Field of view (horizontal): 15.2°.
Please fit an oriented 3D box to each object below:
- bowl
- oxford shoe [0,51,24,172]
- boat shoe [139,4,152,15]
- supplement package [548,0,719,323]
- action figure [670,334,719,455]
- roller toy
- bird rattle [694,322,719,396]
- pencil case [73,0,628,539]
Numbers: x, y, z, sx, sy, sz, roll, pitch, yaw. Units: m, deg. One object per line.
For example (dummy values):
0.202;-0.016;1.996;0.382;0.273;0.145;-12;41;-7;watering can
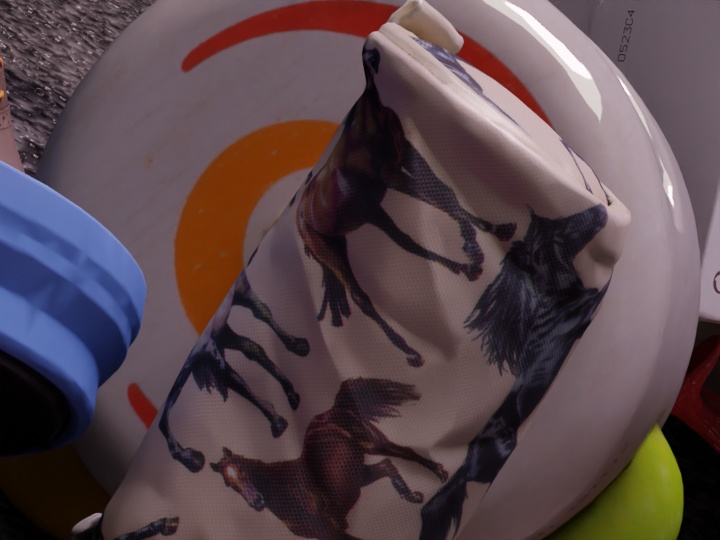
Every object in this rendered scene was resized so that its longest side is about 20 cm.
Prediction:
-0.153;0.001;0.656;0.199;0.040;0.201;10;-17;3;bowl
-0.141;-0.064;0.860;0.201;0.073;0.071;56;20;0;oxford shoe
-0.057;-0.046;1.018;0.071;0.070;0.201;3;28;-10;boat shoe
0.152;-0.080;0.950;0.199;0.192;0.147;8;7;-41;supplement package
0.202;0.072;0.981;0.200;0.099;0.065;43;11;-16;action figure
0.000;0.000;0.773;0.199;0.184;0.140;9;-2;12;roller toy
0.196;0.031;1.093;0.162;0.113;0.200;6;27;-34;bird rattle
-0.012;0.037;0.661;0.089;0.201;0.078;38;11;32;pencil case
